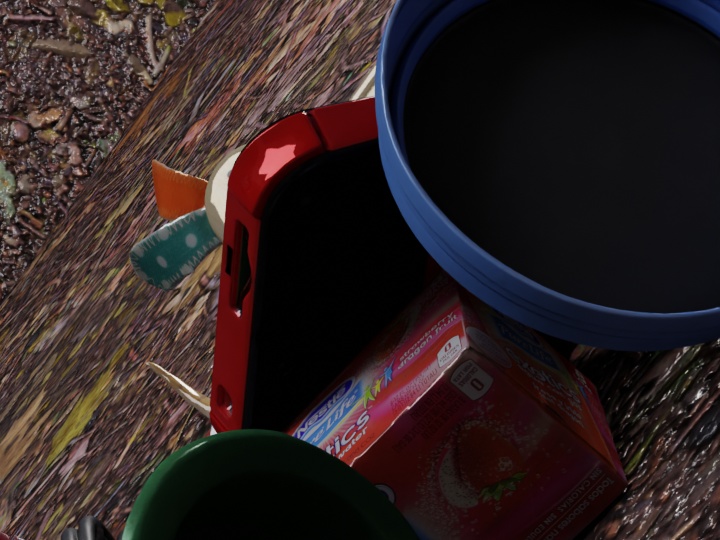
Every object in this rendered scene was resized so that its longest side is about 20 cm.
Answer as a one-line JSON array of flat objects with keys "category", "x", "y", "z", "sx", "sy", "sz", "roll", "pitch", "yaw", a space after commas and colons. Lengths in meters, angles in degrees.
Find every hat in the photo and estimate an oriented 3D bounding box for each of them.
[{"category": "hat", "x": -0.075, "y": 0.165, "z": 1.095, "sx": 0.176, "sy": 0.165, "sz": 0.200, "roll": -34, "pitch": 51, "yaw": 41}]

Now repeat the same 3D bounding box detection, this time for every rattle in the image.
[{"category": "rattle", "x": -0.048, "y": -0.024, "z": 1.300, "sx": 0.143, "sy": 0.200, "sz": 0.130, "roll": -2, "pitch": -67, "yaw": -63}]

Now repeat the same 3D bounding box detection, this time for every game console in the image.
[{"category": "game console", "x": 0.023, "y": -0.002, "z": 1.198, "sx": 0.177, "sy": 0.031, "sz": 0.200, "roll": -16, "pitch": -41, "yaw": -22}]

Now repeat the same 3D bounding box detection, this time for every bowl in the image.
[{"category": "bowl", "x": 0.101, "y": -0.056, "z": 1.109, "sx": 0.201, "sy": 0.200, "sz": 0.039, "roll": -60, "pitch": -6, "yaw": -34}]

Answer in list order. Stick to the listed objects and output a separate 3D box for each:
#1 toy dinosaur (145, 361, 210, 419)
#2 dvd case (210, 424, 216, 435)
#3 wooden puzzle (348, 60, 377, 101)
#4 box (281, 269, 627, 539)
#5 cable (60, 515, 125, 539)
[{"category": "toy dinosaur", "x": -0.026, "y": 0.070, "z": 1.449, "sx": 0.200, "sy": 0.060, "sz": 0.106, "roll": -25, "pitch": 44, "yaw": 32}, {"category": "dvd case", "x": 0.000, "y": 0.000, "z": 1.409, "sx": 0.148, "sy": 0.016, "sz": 0.200, "roll": -11, "pitch": 56, "yaw": 33}, {"category": "wooden puzzle", "x": 0.051, "y": -0.040, "z": 1.359, "sx": 0.185, "sy": 0.037, "sz": 0.200, "roll": 28, "pitch": 74, "yaw": 34}, {"category": "box", "x": 0.008, "y": 0.108, "z": 1.174, "sx": 0.200, "sy": 0.095, "sz": 0.100, "roll": -46, "pitch": 17, "yaw": 14}, {"category": "cable", "x": -0.092, "y": 0.184, "z": 1.210, "sx": 0.051, "sy": 0.163, "sz": 0.200, "roll": -34, "pitch": 14, "yaw": 12}]
